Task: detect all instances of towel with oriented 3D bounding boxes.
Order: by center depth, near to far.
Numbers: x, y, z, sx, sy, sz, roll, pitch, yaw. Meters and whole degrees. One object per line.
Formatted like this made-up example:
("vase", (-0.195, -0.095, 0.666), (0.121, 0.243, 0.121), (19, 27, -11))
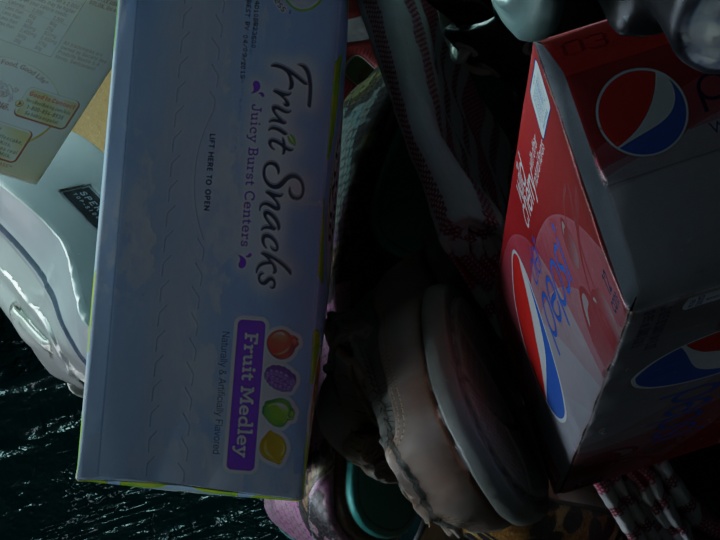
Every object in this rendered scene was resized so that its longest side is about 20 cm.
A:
("towel", (0.056, -0.007, 0.778), (0.200, 0.030, 0.147), (55, -169, -44))

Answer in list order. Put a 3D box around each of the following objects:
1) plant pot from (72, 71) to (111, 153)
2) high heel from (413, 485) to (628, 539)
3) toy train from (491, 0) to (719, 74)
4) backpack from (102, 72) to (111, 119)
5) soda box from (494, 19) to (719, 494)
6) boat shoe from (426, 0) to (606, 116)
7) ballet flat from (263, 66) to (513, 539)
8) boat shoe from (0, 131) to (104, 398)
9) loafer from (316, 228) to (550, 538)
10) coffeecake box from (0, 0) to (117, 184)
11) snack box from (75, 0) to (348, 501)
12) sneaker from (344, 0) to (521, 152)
("plant pot", (-0.110, -0.062, 1.004), (0.199, 0.027, 0.202), (25, 122, 48))
("high heel", (0.034, 0.127, 0.851), (0.071, 0.143, 0.200), (30, 178, 8))
("toy train", (0.044, -0.134, 0.480), (0.114, 0.084, 0.201), (93, 162, -49))
("backpack", (-0.032, -0.072, 1.068), (0.153, 0.175, 0.201), (38, 147, 53))
("soda box", (0.076, -0.002, 0.582), (0.200, 0.069, 0.064), (90, 162, -75))
("boat shoe", (0.044, -0.093, 0.708), (0.201, 0.060, 0.074), (79, 169, -56))
("ballet flat", (0.000, 0.000, 0.857), (0.069, 0.071, 0.202), (22, -103, -48))
("boat shoe", (-0.099, 0.016, 0.932), (0.200, 0.072, 0.066), (41, 133, 42))
("loafer", (0.016, 0.039, 0.716), (0.072, 0.063, 0.200), (63, -171, -11))
("coffeecake box", (-0.116, -0.161, 0.892), (0.200, 0.073, 0.154), (-53, 39, 28))
("snack box", (-0.041, -0.021, 0.726), (0.200, 0.067, 0.170), (111, 164, -88))
("sneaker", (-0.009, -0.087, 0.950), (0.200, 0.078, 0.116), (48, -176, 7))
